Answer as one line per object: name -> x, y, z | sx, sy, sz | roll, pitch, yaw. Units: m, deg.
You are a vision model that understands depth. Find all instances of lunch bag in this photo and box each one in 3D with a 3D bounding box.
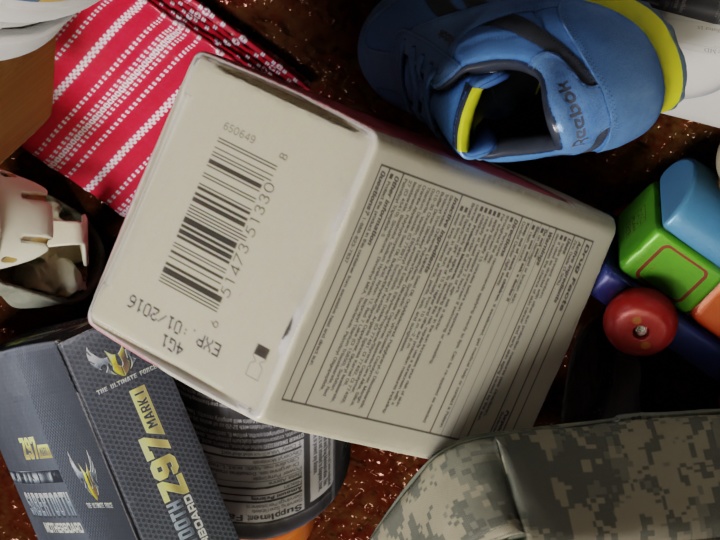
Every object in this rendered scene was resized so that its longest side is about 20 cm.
lunch bag -> 0.113, 0.165, 1.206 | 0.199, 0.168, 0.140 | -1, 145, -27

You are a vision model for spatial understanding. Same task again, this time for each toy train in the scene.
toy train -> 0.210, 0.016, 1.265 | 0.199, 0.085, 0.116 | 33, 122, -18

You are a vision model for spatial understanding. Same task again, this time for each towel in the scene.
towel -> -0.141, -0.102, 1.286 | 0.199, 0.023, 0.144 | 34, 136, -19

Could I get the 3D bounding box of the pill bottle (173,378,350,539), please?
pill bottle -> -0.057, 0.061, 1.369 | 0.106, 0.107, 0.201 | 10, 139, 7

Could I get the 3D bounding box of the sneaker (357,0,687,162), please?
sneaker -> 0.046, -0.083, 1.154 | 0.200, 0.078, 0.066 | 13, 127, 54

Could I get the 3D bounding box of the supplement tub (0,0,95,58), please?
supplement tub -> -0.129, -0.190, 1.084 | 0.144, 0.145, 0.200 | 28, 137, -13

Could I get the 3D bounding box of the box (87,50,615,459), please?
box -> 0.000, 0.000, 1.189 | 0.109, 0.129, 0.200 | 26, -175, 35

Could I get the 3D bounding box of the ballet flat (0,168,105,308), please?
ballet flat -> -0.166, -0.023, 1.298 | 0.063, 0.068, 0.200 | -1, 172, 11

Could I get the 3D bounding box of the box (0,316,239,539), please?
box -> -0.125, 0.102, 1.360 | 0.200, 0.051, 0.159 | -10, 102, 68

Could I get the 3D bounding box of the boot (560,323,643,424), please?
boot -> 0.163, 0.099, 1.380 | 0.131, 0.070, 0.200 | 8, 148, 5

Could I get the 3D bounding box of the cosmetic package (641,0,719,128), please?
cosmetic package -> 0.164, -0.144, 1.124 | 0.150, 0.052, 0.201 | 13, 138, 2

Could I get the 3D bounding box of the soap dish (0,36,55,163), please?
soap dish -> -0.236, -0.110, 1.187 | 0.199, 0.157, 0.081 | 35, 118, 1
